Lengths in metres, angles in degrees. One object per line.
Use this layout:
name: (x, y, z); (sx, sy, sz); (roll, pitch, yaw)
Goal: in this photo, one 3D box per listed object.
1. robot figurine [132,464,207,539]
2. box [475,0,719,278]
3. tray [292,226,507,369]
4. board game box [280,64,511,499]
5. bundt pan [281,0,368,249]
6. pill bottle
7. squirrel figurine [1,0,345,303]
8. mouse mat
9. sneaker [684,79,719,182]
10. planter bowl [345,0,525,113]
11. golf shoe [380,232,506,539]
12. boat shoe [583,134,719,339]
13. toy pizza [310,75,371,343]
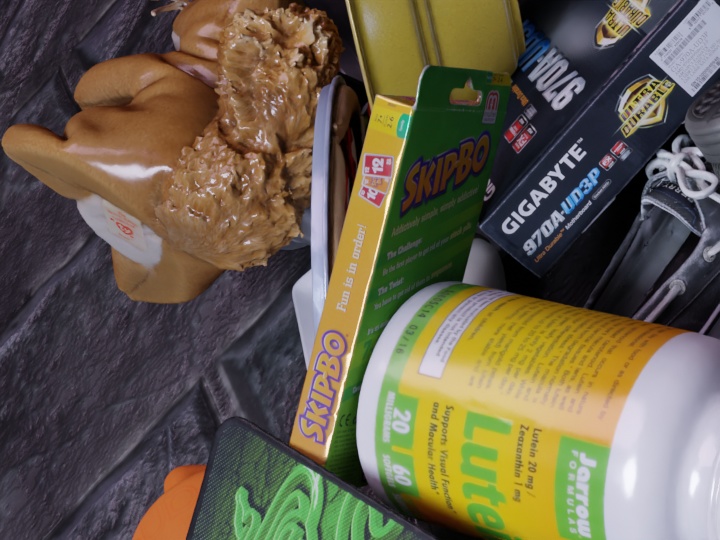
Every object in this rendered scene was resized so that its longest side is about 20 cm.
robot figurine: (-0.050, 0.176, 1.086); (0.144, 0.117, 0.200); (-43, 32, 8)
box: (0.111, -0.097, 1.114); (0.159, 0.046, 0.200); (-48, 18, 10)
tray: (0.043, -0.013, 1.229); (0.200, 0.022, 0.108); (-41, 33, 21)
board game box: (0.018, 0.002, 0.996); (0.030, 0.095, 0.201); (22, 102, 26)
bundt pan: (-0.017, -0.098, 1.334); (0.202, 0.076, 0.202); (-34, 36, 30)
pill bottle: (0.107, 0.075, 0.947); (0.199, 0.111, 0.111); (12, 68, 35)
squirrel figurine: (-0.071, -0.092, 1.228); (0.200, 0.142, 0.187); (3, 51, 50)
mouse mat: (-0.035, 0.185, 0.970); (0.161, 0.008, 0.201); (28, 106, 38)
sneaker: (0.242, -0.070, 0.987); (0.199, 0.114, 0.076); (-37, 19, -27)
planter bowl: (0.036, -0.147, 1.109); (0.083, 0.201, 0.201); (-12, 42, 4)
golf shoe: (0.062, 0.070, 1.094); (0.088, 0.077, 0.201); (-8, 59, 30)
boat shoe: (0.165, -0.029, 1.040); (0.200, 0.068, 0.074); (-55, 32, -1)
toy pizza: (0.000, 0.000, 1.116); (0.032, 0.201, 0.201); (-2, 48, 5)
